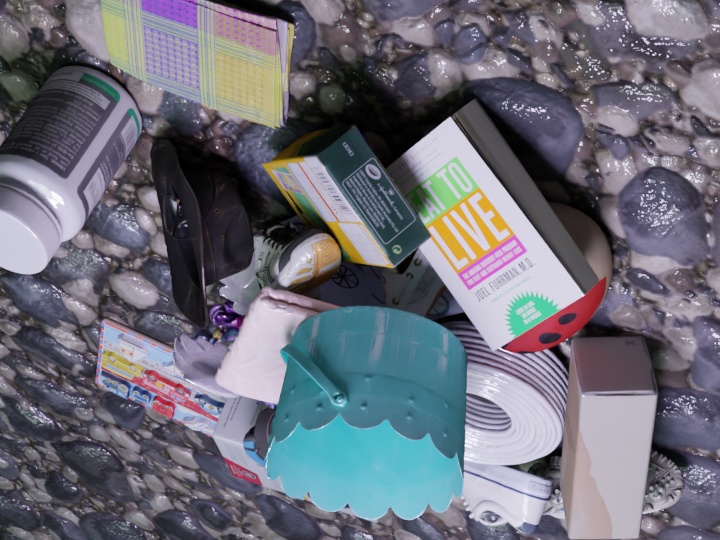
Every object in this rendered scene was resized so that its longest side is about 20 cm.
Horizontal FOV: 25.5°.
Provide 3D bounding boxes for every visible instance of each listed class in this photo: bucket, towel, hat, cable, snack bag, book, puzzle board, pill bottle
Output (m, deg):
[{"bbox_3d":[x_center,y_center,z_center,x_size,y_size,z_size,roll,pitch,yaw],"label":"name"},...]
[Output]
[{"bbox_3d":[0.010,0.136,1.515,0.204,0.136,0.208,6,148,4],"label":"bucket"},{"bbox_3d":[-0.156,-0.214,1.522,0.198,0.023,0.144,19,144,12],"label":"towel"},{"bbox_3d":[-0.157,-0.044,1.653,0.080,0.202,0.201,-13,149,-19],"label":"hat"},{"bbox_3d":[0.129,0.133,1.713,0.198,0.070,0.201,10,145,16],"label":"cable"},{"bbox_3d":[0.000,0.000,1.685,0.199,0.022,0.189,-21,123,44],"label":"snack bag"},{"bbox_3d":[-0.038,0.090,1.613,0.189,0.033,0.200,15,147,-11],"label":"towel"},{"bbox_3d":[0.113,-0.038,1.474,0.201,0.048,0.133,53,133,-1],"label":"book"},{"bbox_3d":[-0.244,0.145,2.019,0.198,0.017,0.151,24,144,4],"label":"puzzle board"},{"bbox_3d":[-0.311,-0.102,1.604,0.112,0.201,0.114,17,143,13],"label":"pill bottle"}]

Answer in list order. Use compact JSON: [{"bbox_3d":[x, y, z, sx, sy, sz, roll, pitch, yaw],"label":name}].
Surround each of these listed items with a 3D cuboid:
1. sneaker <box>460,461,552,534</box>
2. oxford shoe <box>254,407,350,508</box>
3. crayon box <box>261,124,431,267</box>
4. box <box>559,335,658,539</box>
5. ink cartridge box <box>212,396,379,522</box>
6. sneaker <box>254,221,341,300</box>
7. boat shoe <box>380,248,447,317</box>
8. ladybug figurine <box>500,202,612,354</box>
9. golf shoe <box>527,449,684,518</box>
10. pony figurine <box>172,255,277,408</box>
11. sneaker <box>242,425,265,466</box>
[{"bbox_3d":[0.139,0.251,1.810,0.072,0.072,0.199,20,174,-27],"label":"sneaker"},{"bbox_3d":[-0.026,0.209,1.718,0.084,0.073,0.200,-7,152,34],"label":"oxford shoe"},{"bbox_3d":[-0.017,-0.070,1.516,0.126,0.051,0.200,54,166,-13],"label":"crayon box"},{"bbox_3d":[0.252,0.172,1.628,0.077,0.095,0.202,-1,125,0],"label":"box"},{"bbox_3d":[-0.063,0.218,1.915,0.198,0.084,0.146,16,156,14],"label":"ink cartridge box"},{"bbox_3d":[-0.076,-0.012,1.601,0.088,0.075,0.200,65,161,11],"label":"sneaker"},{"bbox_3d":[0.052,0.003,1.590,0.069,0.071,0.201,31,126,-6],"label":"boat shoe"},{"bbox_3d":[0.169,0.018,1.551,0.134,0.072,0.201,24,140,3],"label":"ladybug figurine"},{"bbox_3d":[0.284,0.244,1.782,0.198,0.079,0.097,-7,154,40],"label":"golf shoe"},{"bbox_3d":[-0.119,0.084,1.776,0.192,0.168,0.200,30,160,-16],"label":"pony figurine"},{"bbox_3d":[-0.036,0.177,1.818,0.197,0.083,0.074,-8,139,0],"label":"sneaker"}]
